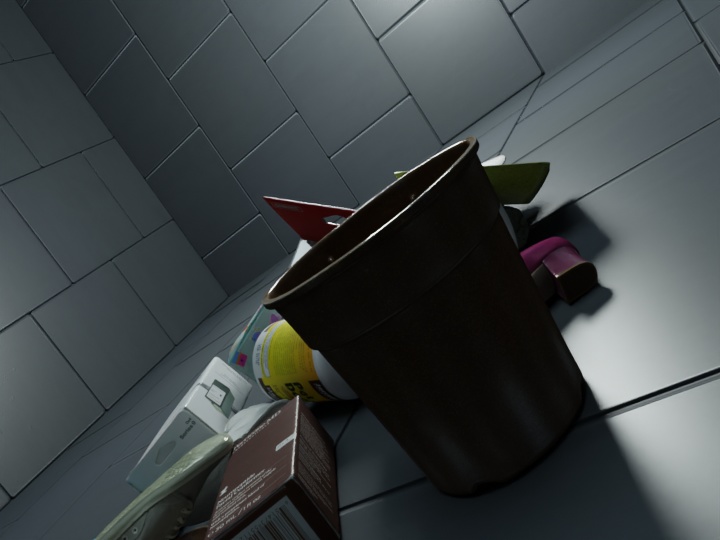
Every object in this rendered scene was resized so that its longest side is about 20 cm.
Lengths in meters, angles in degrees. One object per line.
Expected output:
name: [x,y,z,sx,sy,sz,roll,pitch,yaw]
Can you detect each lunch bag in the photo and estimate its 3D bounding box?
lunch bag: [-0.130,0.081,1.040,0.162,0.076,0.200,-53,6,9]

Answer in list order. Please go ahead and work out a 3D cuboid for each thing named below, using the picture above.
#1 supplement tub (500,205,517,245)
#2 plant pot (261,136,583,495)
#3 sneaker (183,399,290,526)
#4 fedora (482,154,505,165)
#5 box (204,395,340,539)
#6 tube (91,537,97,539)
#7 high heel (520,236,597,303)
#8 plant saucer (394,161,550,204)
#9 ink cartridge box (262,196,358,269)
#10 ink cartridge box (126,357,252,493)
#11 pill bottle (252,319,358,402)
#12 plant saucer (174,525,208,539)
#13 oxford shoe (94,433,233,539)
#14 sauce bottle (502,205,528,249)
supplement tub: [0.083,-0.011,0.828,0.198,0.147,0.145,-28,12,45]
plant pot: [0.058,0.043,0.506,0.198,0.201,0.201,-34,9,6]
sneaker: [-0.166,0.240,0.834,0.198,0.075,0.115,-34,3,-24]
fedora: [0.171,-0.100,1.094,0.196,0.092,0.178,-26,14,22]
box: [-0.078,0.206,0.630,0.099,0.076,0.200,-37,7,1]
tube: [-0.307,0.359,0.862,0.196,0.051,0.078,-29,19,18]
high heel: [0.136,0.031,0.670,0.195,0.069,0.096,-23,19,-1]
plant saucer: [0.161,-0.113,0.905,0.193,0.050,0.199,-2,5,17]
ink cartridge box: [0.004,-0.004,0.699,0.195,0.176,0.046,12,70,34]
ink cartridge box: [-0.251,0.241,0.993,0.147,0.083,0.200,-50,7,11]
pill bottle: [-0.045,0.107,0.828,0.197,0.111,0.109,-16,21,48]
plant saucer: [-0.202,0.331,0.618,0.198,0.035,0.201,-36,9,7]
oxford shoe: [-0.208,0.255,0.717,0.199,0.058,0.075,-43,3,0]
sauce bottle: [0.162,-0.046,0.955,0.064,0.065,0.199,-40,10,-21]
